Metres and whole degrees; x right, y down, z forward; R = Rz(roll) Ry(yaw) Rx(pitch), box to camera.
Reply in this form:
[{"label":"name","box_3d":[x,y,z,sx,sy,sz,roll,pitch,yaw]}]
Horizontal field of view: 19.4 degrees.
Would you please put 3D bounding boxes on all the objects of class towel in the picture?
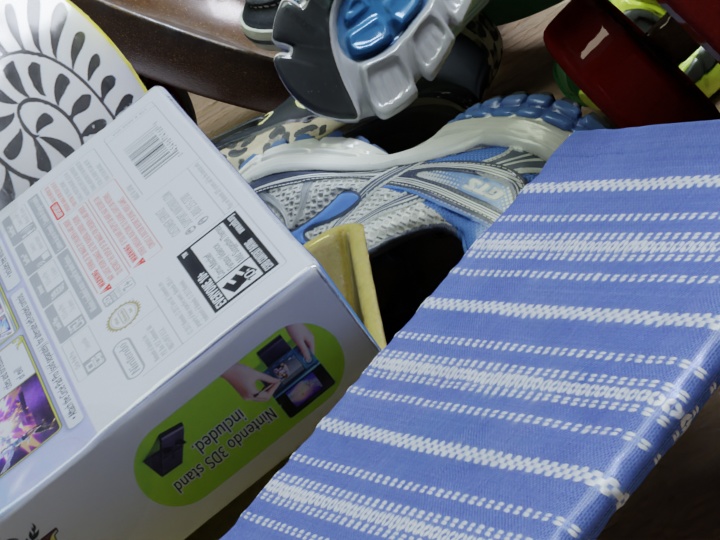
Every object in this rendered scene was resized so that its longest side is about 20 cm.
[{"label":"towel","box_3d":[0.033,0.037,0.490,0.200,0.024,0.145,-49,19,-18]}]

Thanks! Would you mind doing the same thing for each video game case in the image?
[{"label":"video game case","box_3d":[-0.100,0.037,0.650,0.181,0.046,0.200,-38,26,-2]}]

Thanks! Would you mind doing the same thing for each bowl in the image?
[{"label":"bowl","box_3d":[-0.172,-0.012,0.790,0.200,0.201,0.094,-23,13,33]}]

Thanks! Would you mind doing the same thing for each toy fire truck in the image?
[{"label":"toy fire truck","box_3d":[0.089,-0.108,0.630,0.112,0.200,0.168,-44,13,12]}]

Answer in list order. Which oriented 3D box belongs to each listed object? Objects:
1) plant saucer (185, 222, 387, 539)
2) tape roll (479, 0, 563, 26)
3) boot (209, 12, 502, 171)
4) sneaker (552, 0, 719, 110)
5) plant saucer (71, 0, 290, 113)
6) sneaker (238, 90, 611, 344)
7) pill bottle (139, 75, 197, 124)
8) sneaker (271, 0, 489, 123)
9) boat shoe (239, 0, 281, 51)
[{"label":"plant saucer","box_3d":[-0.062,0.095,0.615,0.199,0.049,0.200,-32,27,11]},{"label":"tape roll","box_3d":[0.106,-0.192,0.941,0.200,0.048,0.201,-36,21,16]},{"label":"boot","box_3d":[-0.033,-0.041,0.872,0.202,0.074,0.154,-19,22,18]},{"label":"sneaker","box_3d":[0.126,-0.145,0.801,0.083,0.074,0.201,-9,45,57]},{"label":"plant saucer","box_3d":[-0.081,-0.114,1.009,0.200,0.199,0.032,-119,49,-71]},{"label":"sneaker","box_3d":[0.000,0.000,0.723,0.199,0.077,0.085,-19,32,46]},{"label":"pill bottle","box_3d":[-0.140,-0.031,0.977,0.112,0.113,0.200,-31,20,15]},{"label":"sneaker","box_3d":[0.038,-0.134,0.780,0.200,0.075,0.087,-45,3,-7]},{"label":"boat shoe","box_3d":[0.020,-0.155,0.864,0.199,0.062,0.075,-28,27,35]}]
